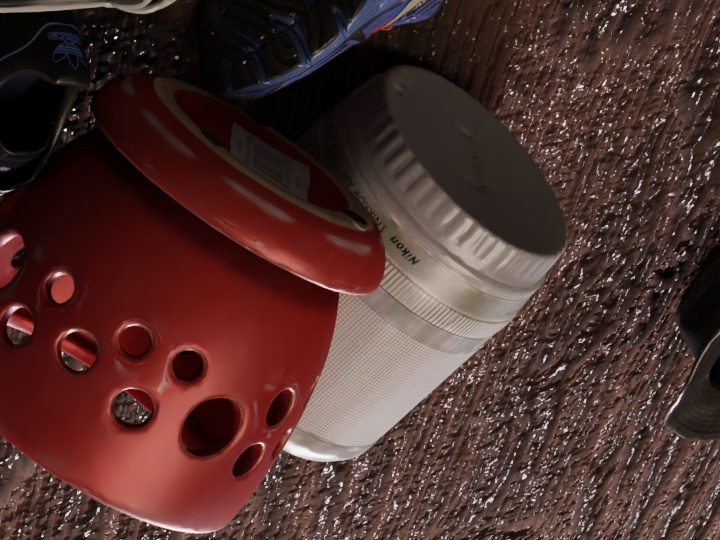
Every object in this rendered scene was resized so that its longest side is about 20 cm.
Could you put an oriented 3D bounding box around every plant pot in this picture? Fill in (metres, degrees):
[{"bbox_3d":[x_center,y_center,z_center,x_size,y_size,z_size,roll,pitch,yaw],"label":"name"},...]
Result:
[{"bbox_3d":[-0.103,0.007,1.415,0.200,0.200,0.183,17,110,-51],"label":"plant pot"}]

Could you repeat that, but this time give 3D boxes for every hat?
[{"bbox_3d":[0.278,0.027,1.914,0.200,0.081,0.201,-29,152,-17],"label":"hat"}]

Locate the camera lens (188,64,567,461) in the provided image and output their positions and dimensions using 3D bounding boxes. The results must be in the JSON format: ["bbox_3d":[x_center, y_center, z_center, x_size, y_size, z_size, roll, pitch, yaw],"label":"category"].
[{"bbox_3d":[0.000,0.000,1.560,0.200,0.160,0.160,-43,147,24],"label":"camera lens"}]

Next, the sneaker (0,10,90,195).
[{"bbox_3d":[-0.204,-0.062,1.378,0.070,0.078,0.200,3,138,-40],"label":"sneaker"}]

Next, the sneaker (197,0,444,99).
[{"bbox_3d":[0.004,-0.148,1.428,0.200,0.075,0.078,-31,153,8],"label":"sneaker"}]

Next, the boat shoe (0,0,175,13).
[{"bbox_3d":[-0.113,-0.154,1.325,0.200,0.067,0.074,-11,146,-27],"label":"boat shoe"}]
